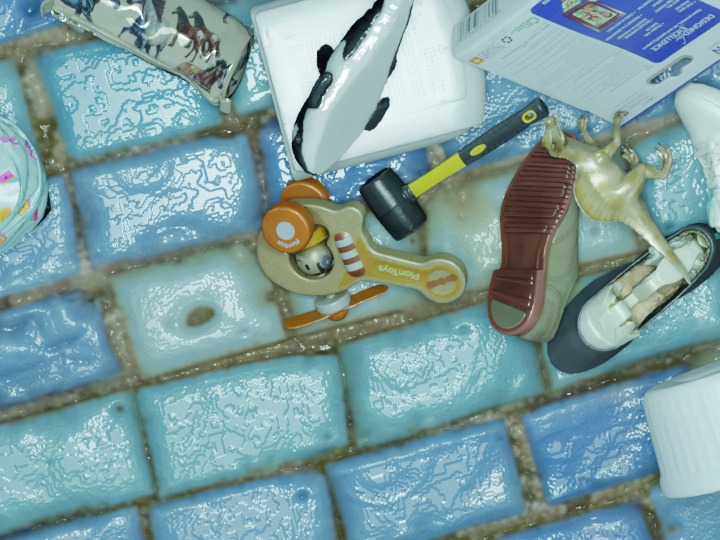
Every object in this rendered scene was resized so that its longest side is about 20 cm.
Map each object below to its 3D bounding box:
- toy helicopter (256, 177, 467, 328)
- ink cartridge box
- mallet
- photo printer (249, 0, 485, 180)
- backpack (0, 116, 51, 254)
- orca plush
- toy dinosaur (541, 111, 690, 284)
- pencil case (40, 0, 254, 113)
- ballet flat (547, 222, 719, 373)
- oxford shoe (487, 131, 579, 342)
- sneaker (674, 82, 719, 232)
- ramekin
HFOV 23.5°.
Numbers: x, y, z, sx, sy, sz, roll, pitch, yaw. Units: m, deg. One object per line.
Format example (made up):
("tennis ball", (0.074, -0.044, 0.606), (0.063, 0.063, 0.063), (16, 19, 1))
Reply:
("toy helicopter", (0.000, 0.000, 1.609), (0.199, 0.079, 0.133), (12, 117, 9))
("ink cartridge box", (0.219, -0.215, 1.536), (0.199, 0.197, 0.047), (16, 58, -31))
("mallet", (0.094, -0.091, 1.591), (0.199, 0.041, 0.066), (-24, 103, 27))
("photo printer", (0.013, -0.187, 1.602), (0.199, 0.069, 0.167), (-15, 95, -1))
("backpack", (-0.380, -0.058, 1.572), (0.199, 0.127, 0.167), (-26, 91, -3))
("orca plush", (-0.019, -0.187, 1.528), (0.071, 0.105, 0.201), (37, 122, 32))
("toy dinosaur", (0.241, -0.078, 1.602), (0.200, 0.058, 0.101), (45, 62, -8))
("pencil case", (-0.190, -0.224, 1.587), (0.199, 0.078, 0.090), (29, 75, -4))
("ballet flat", (0.257, 0.023, 1.625), (0.200, 0.073, 0.073), (-38, 95, 2))
("oxford shoe", (0.174, -0.030, 1.631), (0.075, 0.070, 0.201), (24, 81, -47))
("sneaker", (0.346, -0.081, 1.611), (0.088, 0.075, 0.200), (-40, 96, -11))
("ramekin", (0.355, 0.128, 1.577), (0.200, 0.200, 0.098), (-20, 87, 0))
